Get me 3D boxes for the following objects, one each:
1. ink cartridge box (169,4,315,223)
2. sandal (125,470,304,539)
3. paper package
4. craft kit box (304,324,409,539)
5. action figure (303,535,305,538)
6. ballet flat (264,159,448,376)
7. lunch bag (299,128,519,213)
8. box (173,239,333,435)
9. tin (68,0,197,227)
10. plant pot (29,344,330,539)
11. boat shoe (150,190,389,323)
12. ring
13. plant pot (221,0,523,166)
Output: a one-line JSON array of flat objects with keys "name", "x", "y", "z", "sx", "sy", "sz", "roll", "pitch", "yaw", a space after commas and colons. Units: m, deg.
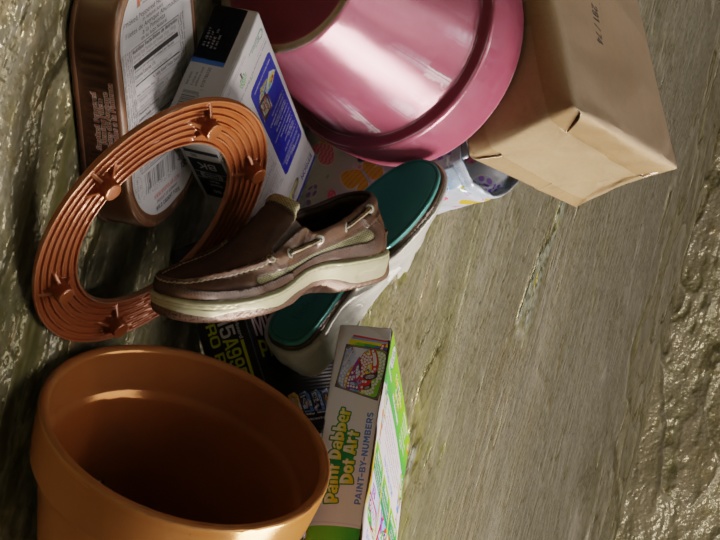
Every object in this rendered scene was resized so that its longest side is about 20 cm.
[{"name": "ink cartridge box", "x": -0.083, "y": -0.096, "z": 1.255, "sx": 0.200, "sy": 0.039, "sz": 0.100, "roll": 68, "pitch": 38, "yaw": -60}, {"name": "sandal", "x": -0.109, "y": 0.200, "z": 1.322, "sx": 0.082, "sy": 0.203, "sz": 0.050, "roll": -45, "pitch": -151, "yaw": 23}, {"name": "paper package", "x": 0.161, "y": -0.176, "z": 1.425, "sx": 0.191, "sy": 0.103, "sz": 0.200, "roll": 18, "pitch": 56, "yaw": -52}, {"name": "craft kit box", "x": 0.000, "y": 0.172, "z": 1.284, "sx": 0.200, "sy": 0.048, "sz": 0.198, "roll": 80, "pitch": 19, "yaw": -59}, {"name": "action figure", "x": -0.088, "y": 0.181, "z": 1.401, "sx": 0.200, "sy": 0.102, "sz": 0.119, "roll": 64, "pitch": 30, "yaw": -28}, {"name": "ballet flat", "x": 0.000, "y": 0.000, "z": 1.325, "sx": 0.200, "sy": 0.069, "sz": 0.069, "roll": -51, "pitch": 150, "yaw": -20}, {"name": "lunch bag", "x": 0.051, "y": -0.107, "z": 1.474, "sx": 0.127, "sy": 0.170, "sz": 0.200, "roll": 62, "pitch": 35, "yaw": -17}, {"name": "box", "x": -0.061, "y": 0.053, "z": 1.369, "sx": 0.200, "sy": 0.044, "sz": 0.160, "roll": 4, "pitch": 67, "yaw": -67}, {"name": "tin", "x": -0.148, "y": -0.123, "z": 1.168, "sx": 0.112, "sy": 0.042, "sz": 0.200, "roll": -56, "pitch": 151, "yaw": -53}, {"name": "plant pot", "x": -0.135, "y": 0.163, "z": 1.173, "sx": 0.200, "sy": 0.200, "sz": 0.140, "roll": -39, "pitch": 153, "yaw": -59}, {"name": "boat shoe", "x": -0.064, "y": -0.018, "z": 1.206, "sx": 0.202, "sy": 0.075, "sz": 0.075, "roll": -15, "pitch": 112, "yaw": -45}, {"name": "ring", "x": -0.135, "y": -0.029, "z": 1.159, "sx": 0.200, "sy": 0.019, "sz": 0.200, "roll": -36, "pitch": 152, "yaw": -23}, {"name": "plant pot", "x": -0.003, "y": -0.196, "z": 1.314, "sx": 0.179, "sy": 0.200, "sz": 0.200, "roll": 20, "pitch": 82, "yaw": -53}]
